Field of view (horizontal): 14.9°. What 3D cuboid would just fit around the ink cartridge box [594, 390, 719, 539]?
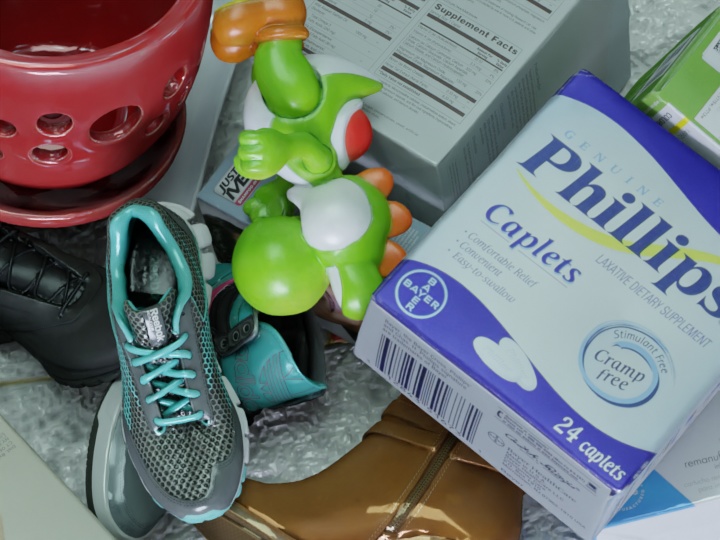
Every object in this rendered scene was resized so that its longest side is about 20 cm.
[{"bbox_3d":[0.172,0.072,1.684,0.116,0.067,0.200,-14,59,-1],"label":"ink cartridge box"}]

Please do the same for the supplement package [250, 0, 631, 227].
[{"bbox_3d":[0.056,-0.131,1.769,0.151,0.152,0.200,32,68,22],"label":"supplement package"}]

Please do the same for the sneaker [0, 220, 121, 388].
[{"bbox_3d":[-0.206,0.013,1.722,0.200,0.091,0.076,12,59,37],"label":"sneaker"}]

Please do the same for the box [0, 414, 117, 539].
[{"bbox_3d":[-0.183,0.183,1.647,0.078,0.095,0.200,-39,61,-14],"label":"box"}]

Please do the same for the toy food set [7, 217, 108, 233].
[{"bbox_3d":[-0.222,-0.111,1.845,0.143,0.060,0.200,-10,59,1],"label":"toy food set"}]

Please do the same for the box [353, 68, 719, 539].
[{"bbox_3d":[0.130,0.018,1.600,0.184,0.105,0.200,38,69,10],"label":"box"}]

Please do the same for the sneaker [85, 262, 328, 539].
[{"bbox_3d":[-0.083,0.078,1.687,0.121,0.084,0.200,-5,52,41],"label":"sneaker"}]

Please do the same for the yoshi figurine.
[{"bbox_3d":[-0.050,-0.058,1.641,0.112,0.112,0.200,-15,85,-47],"label":"yoshi figurine"}]

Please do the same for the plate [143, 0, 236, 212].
[{"bbox_3d":[-0.186,-0.121,1.810,0.200,0.032,0.200,13,56,2],"label":"plate"}]

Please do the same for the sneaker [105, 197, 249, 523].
[{"bbox_3d":[-0.117,0.048,1.610,0.078,0.091,0.200,-15,74,6],"label":"sneaker"}]

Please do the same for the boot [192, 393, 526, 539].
[{"bbox_3d":[0.004,0.124,1.670,0.200,0.074,0.155,23,63,3],"label":"boot"}]

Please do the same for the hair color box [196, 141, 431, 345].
[{"bbox_3d":[0.000,0.000,1.729,0.200,0.099,0.061,29,68,22],"label":"hair color box"}]

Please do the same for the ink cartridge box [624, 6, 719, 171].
[{"bbox_3d":[0.248,-0.049,1.662,0.200,0.148,0.076,40,71,-1],"label":"ink cartridge box"}]

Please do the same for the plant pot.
[{"bbox_3d":[-0.191,-0.143,1.693,0.200,0.183,0.200,3,55,-4],"label":"plant pot"}]
